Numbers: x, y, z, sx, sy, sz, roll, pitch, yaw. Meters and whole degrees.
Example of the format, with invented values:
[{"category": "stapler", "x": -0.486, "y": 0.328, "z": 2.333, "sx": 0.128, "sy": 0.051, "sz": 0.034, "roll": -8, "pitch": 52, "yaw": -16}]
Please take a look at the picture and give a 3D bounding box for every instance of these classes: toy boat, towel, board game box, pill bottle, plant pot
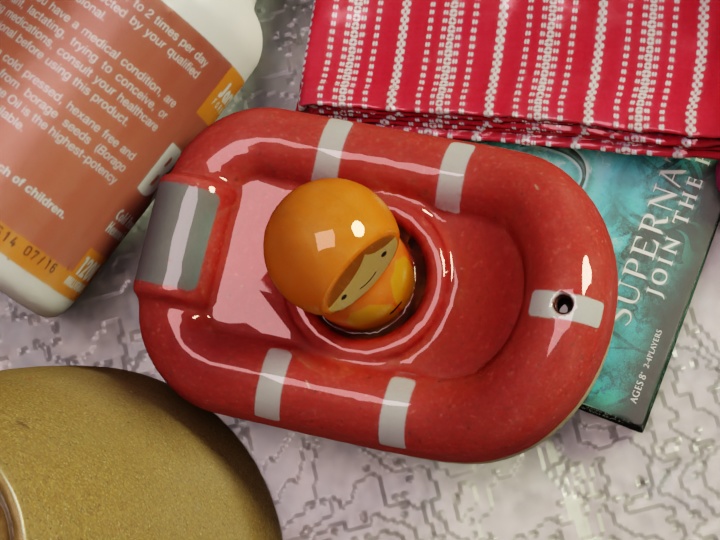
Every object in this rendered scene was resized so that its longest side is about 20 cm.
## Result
[{"category": "toy boat", "x": 0.000, "y": 0.000, "z": 0.722, "sx": 0.199, "sy": 0.131, "sz": 0.131, "roll": 11, "pitch": 82, "yaw": 14}, {"category": "towel", "x": 0.075, "y": -0.124, "z": 0.789, "sx": 0.199, "sy": 0.022, "sz": 0.145, "roll": 6, "pitch": 77, "yaw": 18}, {"category": "board game box", "x": 0.093, "y": -0.047, "z": 0.798, "sx": 0.135, "sy": 0.028, "sz": 0.200, "roll": 20, "pitch": 82, "yaw": 12}, {"category": "pill bottle", "x": -0.115, "y": -0.088, "z": 0.798, "sx": 0.112, "sy": 0.112, "sz": 0.200, "roll": 37, "pitch": 87, "yaw": 14}, {"category": "plant pot", "x": -0.142, "y": 0.116, "z": 0.717, "sx": 0.186, "sy": 0.200, "sz": 0.187, "roll": -2, "pitch": 78, "yaw": 10}]

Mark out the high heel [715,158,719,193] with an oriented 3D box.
[{"category": "high heel", "x": 0.245, "y": -0.049, "z": 0.729, "sx": 0.199, "sy": 0.096, "sz": 0.068, "roll": -5, "pitch": 79, "yaw": 2}]
